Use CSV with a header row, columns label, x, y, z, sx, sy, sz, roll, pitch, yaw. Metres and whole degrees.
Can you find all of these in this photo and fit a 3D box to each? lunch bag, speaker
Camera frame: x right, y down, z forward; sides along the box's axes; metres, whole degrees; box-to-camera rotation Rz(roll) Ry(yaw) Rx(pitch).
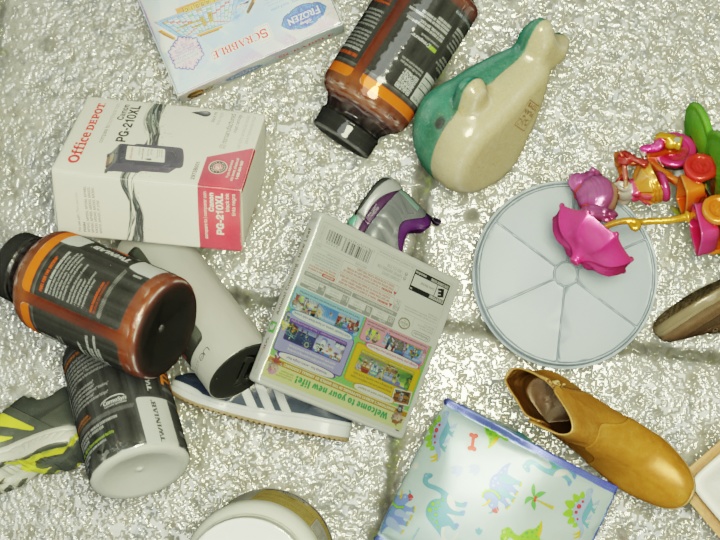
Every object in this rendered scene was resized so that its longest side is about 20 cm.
label,x,y,z,sx,sy,sz,roll,pitch,yaw
lunch bag,0.142,0.251,1.441,0.199,0.127,0.171,26,88,14
speaker,-0.174,0.037,1.460,0.081,0.081,0.200,-40,62,0

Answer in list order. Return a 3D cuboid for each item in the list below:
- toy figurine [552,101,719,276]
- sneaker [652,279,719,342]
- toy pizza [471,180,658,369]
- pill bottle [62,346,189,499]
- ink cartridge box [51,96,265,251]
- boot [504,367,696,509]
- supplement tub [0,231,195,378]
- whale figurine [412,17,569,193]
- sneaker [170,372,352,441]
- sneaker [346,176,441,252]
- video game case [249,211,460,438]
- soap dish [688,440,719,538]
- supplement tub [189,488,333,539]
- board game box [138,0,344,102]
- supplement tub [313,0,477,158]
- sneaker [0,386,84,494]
label,x,y,z,sx,sy,sz,roll,pitch,yaw
toy figurine,0.285,-0.072,1.437,0.183,0.151,0.201,-11,57,-3
sneaker,0.407,0.037,1.468,0.199,0.070,0.076,-29,90,2
toy pizza,0.218,0.005,1.497,0.198,0.032,0.202,0,85,0
pill bottle,-0.250,0.126,1.456,0.106,0.106,0.201,-22,58,2
ink cartridge box,-0.209,-0.103,1.468,0.198,0.145,0.085,6,129,4
boot,0.236,0.170,1.404,0.201,0.144,0.071,38,99,26
supplement tub,-0.269,0.026,1.387,0.199,0.107,0.108,21,88,24
whale figurine,0.132,-0.181,1.463,0.104,0.159,0.201,40,102,28
sneaker,-0.098,0.109,1.491,0.198,0.070,0.109,13,88,1
sneaker,0.000,0.000,1.493,0.087,0.074,0.200,37,88,0
video game case,-0.002,0.060,1.450,0.199,0.022,0.183,25,83,-34
soap dish,0.444,0.243,1.446,0.157,0.081,0.200,-40,86,0
supplement tub,-0.102,0.301,1.413,0.144,0.200,0.147,0,86,3
board game box,-0.146,-0.316,1.534,0.199,0.041,0.201,-22,85,1
supplement tub,0.031,-0.221,1.486,0.107,0.107,0.201,33,89,5
sneaker,-0.374,0.184,1.511,0.199,0.075,0.085,-13,51,13
